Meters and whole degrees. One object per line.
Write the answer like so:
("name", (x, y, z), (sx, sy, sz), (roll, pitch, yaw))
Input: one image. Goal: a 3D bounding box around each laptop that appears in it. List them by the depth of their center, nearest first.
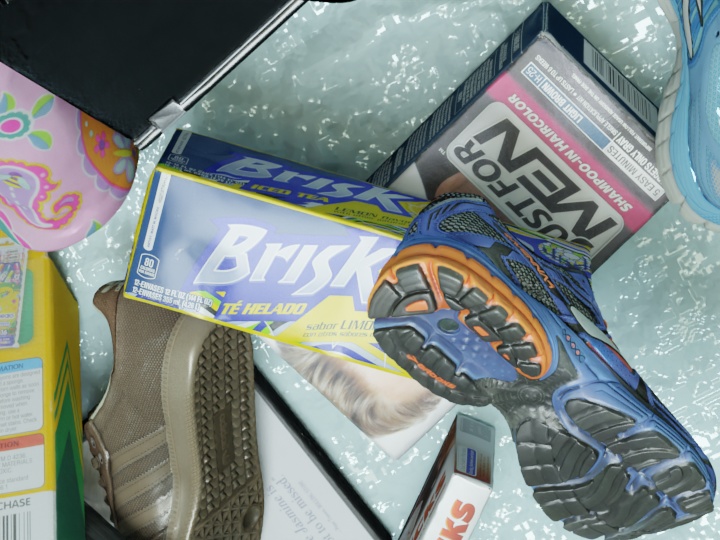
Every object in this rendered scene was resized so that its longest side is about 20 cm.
("laptop", (-0.063, -0.158, 1.156), (0.187, 0.200, 0.116), (-40, 105, 16))

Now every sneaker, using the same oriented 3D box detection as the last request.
("sneaker", (0.086, 0.039, 1.147), (0.075, 0.079, 0.200), (-23, 125, 33))
("sneaker", (0.172, -0.119, 1.190), (0.078, 0.090, 0.202), (-7, 90, -18))
("sneaker", (-0.093, 0.092, 1.313), (0.075, 0.070, 0.201), (23, 122, 30))

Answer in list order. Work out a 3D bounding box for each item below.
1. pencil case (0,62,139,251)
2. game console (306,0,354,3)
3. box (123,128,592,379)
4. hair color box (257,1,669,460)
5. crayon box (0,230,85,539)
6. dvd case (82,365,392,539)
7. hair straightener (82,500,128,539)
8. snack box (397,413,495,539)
("pencil case", (-0.168, -0.095, 1.207), (0.087, 0.088, 0.200), (-18, 142, 10))
("game console", (-0.032, -0.146, 1.015), (0.199, 0.172, 0.120), (1, 106, -30))
("box", (0.000, 0.000, 1.215), (0.199, 0.070, 0.065), (15, 108, -1))
("hair color box", (0.051, -0.017, 1.275), (0.100, 0.061, 0.200), (42, 108, -10))
("crayon box", (-0.196, 0.072, 1.287), (0.125, 0.201, 0.052), (-10, 148, 9))
("dvd case", (-0.104, 0.137, 1.364), (0.199, 0.018, 0.143), (-35, 104, 15))
("hair straightener", (-0.142, 0.140, 1.306), (0.199, 0.041, 0.077), (32, 112, 29))
("snack box", (0.017, 0.171, 1.338), (0.024, 0.072, 0.201), (22, 110, -5))
